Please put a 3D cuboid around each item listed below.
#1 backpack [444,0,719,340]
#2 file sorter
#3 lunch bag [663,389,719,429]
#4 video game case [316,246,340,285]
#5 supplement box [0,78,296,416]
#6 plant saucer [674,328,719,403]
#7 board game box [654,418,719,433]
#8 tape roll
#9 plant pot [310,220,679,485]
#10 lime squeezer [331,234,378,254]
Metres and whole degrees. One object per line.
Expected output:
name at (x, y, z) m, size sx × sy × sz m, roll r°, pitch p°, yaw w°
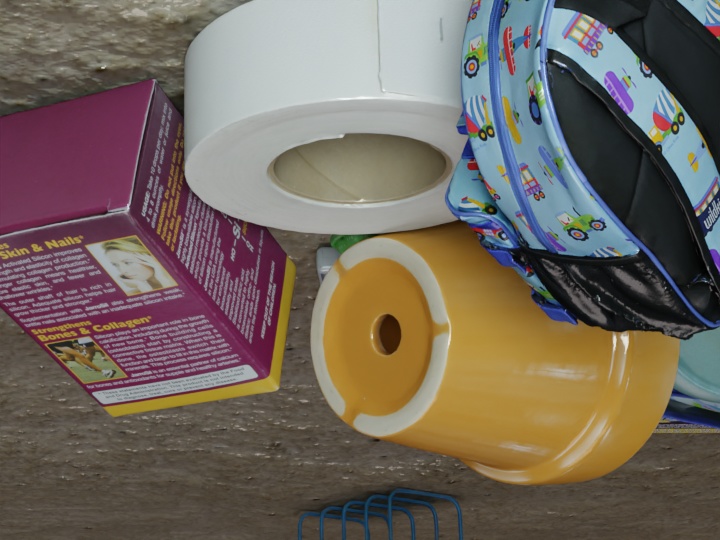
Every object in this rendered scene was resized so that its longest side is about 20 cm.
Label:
backpack at (0.117, -0.083, 0.796) m, size 0.134 × 0.183 × 0.200 m, roll -1°, pitch 150°, yaw 41°
file sorter at (0.025, 0.369, 2.132) m, size 0.139 × 0.123 × 0.200 m, roll 14°, pitch 156°, yaw -39°
lunch bag at (0.298, 0.066, 1.319) m, size 0.170 × 0.128 × 0.200 m, roll 15°, pitch 172°, yaw -38°
video game case at (0.070, 0.017, 1.291) m, size 0.200 × 0.023 × 0.182 m, roll -2°, pitch 160°, yaw 2°
supplement box at (-0.143, -0.007, 1.006) m, size 0.131 × 0.103 × 0.200 m, roll -9°, pitch 142°, yaw 21°
plant saucer at (0.283, 0.019, 1.131) m, size 0.200 × 0.027 × 0.200 m, roll -2°, pitch 121°, yaw -3°
board game box at (0.358, 0.112, 1.537) m, size 0.200 × 0.057 × 0.165 m, roll 1°, pitch 162°, yaw -9°
tape roll at (-0.001, -0.087, 0.920) m, size 0.202 × 0.071 × 0.202 m, roll -1°, pitch 161°, yaw 0°
plant pot at (0.075, 0.045, 1.059) m, size 0.183 × 0.201 × 0.200 m, roll 2°, pitch 163°, yaw -44°
lime squeezer at (0.000, 0.000, 1.153) m, size 0.038 × 0.071 × 0.200 m, roll -5°, pitch 129°, yaw 20°
